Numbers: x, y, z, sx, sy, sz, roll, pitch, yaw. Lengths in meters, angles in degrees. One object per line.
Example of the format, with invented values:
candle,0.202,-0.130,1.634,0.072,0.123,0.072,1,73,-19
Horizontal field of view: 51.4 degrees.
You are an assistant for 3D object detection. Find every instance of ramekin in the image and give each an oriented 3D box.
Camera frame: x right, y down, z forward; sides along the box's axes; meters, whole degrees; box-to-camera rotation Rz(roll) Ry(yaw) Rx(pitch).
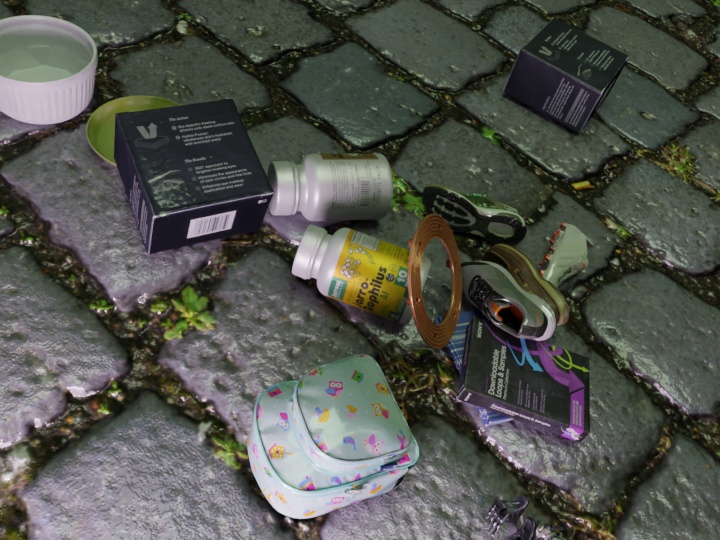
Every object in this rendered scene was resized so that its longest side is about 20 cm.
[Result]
ramekin,-0.566,-0.349,1.321,0.199,0.105,0.201,8,49,-9

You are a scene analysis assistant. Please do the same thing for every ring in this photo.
ring,0.110,0.016,1.124,0.019,0.201,0.201,-1,40,28

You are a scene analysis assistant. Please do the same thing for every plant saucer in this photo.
plant saucer,-0.379,-0.235,1.325,0.199,0.031,0.201,8,49,-9

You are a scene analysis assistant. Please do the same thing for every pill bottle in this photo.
pill bottle,-0.054,-0.142,1.280,0.199,0.115,0.115,-3,51,-18
pill bottle,0.000,0.000,1.173,0.199,0.113,0.113,21,47,2

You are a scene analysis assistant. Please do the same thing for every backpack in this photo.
backpack,-0.041,0.211,0.956,0.199,0.154,0.176,-16,61,-19

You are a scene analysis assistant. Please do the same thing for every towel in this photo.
towel,0.211,0.144,1.174,0.144,0.024,0.201,-8,54,-25

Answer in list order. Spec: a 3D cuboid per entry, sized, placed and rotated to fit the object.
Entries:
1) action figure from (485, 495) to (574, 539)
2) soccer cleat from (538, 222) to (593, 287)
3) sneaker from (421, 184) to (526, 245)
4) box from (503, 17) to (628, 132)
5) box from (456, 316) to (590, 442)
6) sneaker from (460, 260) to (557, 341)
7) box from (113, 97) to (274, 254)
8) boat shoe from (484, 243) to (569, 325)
action figure,0.228,0.364,0.930,0.200,0.102,0.119,43,6,-28
soccer cleat,0.361,-0.013,1.321,0.077,0.069,0.200,32,46,7
sneaker,0.206,-0.111,1.369,0.199,0.077,0.089,22,34,-3
box,0.459,-0.439,1.674,0.199,0.118,0.197,33,49,12
box,0.249,0.162,1.132,0.199,0.036,0.143,18,47,-3
sneaker,0.213,0.042,1.176,0.079,0.074,0.200,-2,28,-41
box,-0.272,-0.155,1.205,0.196,0.118,0.201,-14,68,-27
boat shoe,0.260,0.025,1.243,0.067,0.072,0.200,-21,44,-16
